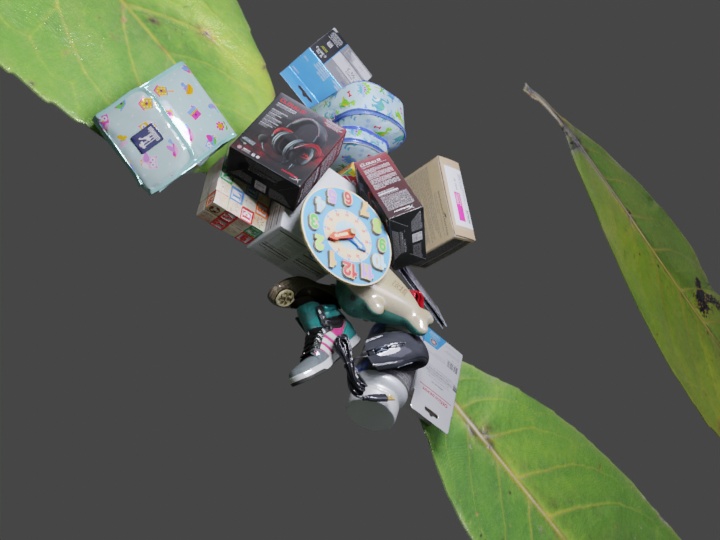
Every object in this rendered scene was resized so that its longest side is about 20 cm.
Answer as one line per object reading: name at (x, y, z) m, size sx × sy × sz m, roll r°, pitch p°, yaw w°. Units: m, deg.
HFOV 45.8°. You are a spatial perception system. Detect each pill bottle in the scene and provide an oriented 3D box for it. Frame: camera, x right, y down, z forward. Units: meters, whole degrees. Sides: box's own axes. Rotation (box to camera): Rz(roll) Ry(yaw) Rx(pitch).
pill bottle at (0.045, 0.199, 1.632) m, size 0.114 × 0.114 × 0.200 m, roll 43°, pitch 42°, yaw -20°

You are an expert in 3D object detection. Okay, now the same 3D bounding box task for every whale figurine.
whale figurine at (0.040, 0.064, 1.610) m, size 0.200 × 0.104 × 0.159 m, roll 36°, pitch 24°, yaw 2°

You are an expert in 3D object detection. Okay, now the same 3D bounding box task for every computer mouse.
computer mouse at (0.057, 0.170, 1.549) m, size 0.200 × 0.046 × 0.141 m, roll 4°, pitch 53°, yaw -29°

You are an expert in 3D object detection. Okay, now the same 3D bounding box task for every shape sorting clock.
shape sorting clock at (-0.023, -0.064, 1.528) m, size 0.200 × 0.039 × 0.201 m, roll 19°, pitch 58°, yaw -33°

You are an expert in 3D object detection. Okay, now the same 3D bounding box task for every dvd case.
dvd case at (0.115, 0.027, 1.819) m, size 0.200 × 0.016 × 0.149 m, roll 54°, pitch 5°, yaw -9°

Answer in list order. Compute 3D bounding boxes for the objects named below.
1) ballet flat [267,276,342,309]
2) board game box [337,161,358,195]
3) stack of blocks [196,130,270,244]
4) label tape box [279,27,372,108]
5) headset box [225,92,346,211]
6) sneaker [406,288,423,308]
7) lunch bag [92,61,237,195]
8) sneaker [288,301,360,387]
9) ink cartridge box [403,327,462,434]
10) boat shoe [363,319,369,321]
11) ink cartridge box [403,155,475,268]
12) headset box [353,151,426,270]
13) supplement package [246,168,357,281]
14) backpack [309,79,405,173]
ballet flat at (-0.092, 0.052, 1.612) m, size 0.200 × 0.067 × 0.046 m, roll 9°, pitch 35°, yaw -49°
board game box at (0.022, -0.141, 1.820) m, size 0.200 × 0.095 × 0.030 m, roll 38°, pitch 44°, yaw -25°
stack of blocks at (-0.227, -0.165, 1.603) m, size 0.115 × 0.059 × 0.200 m, roll 31°, pitch 48°, yaw -30°
label tape box at (-0.073, -0.442, 1.922) m, size 0.144 × 0.063 × 0.200 m, roll 50°, pitch 41°, yaw -12°
headset box at (-0.130, -0.226, 1.566) m, size 0.148 × 0.075 × 0.200 m, roll 31°, pitch 53°, yaw 6°
sneaker at (0.070, 0.033, 1.752) m, size 0.078 × 0.115 × 0.200 m, roll -22°, pitch 84°, yaw -50°
lunch bag at (-0.344, -0.241, 1.481) m, size 0.171 × 0.122 × 0.200 m, roll 55°, pitch 48°, yaw -10°
sneaker at (-0.086, 0.122, 1.562) m, size 0.121 × 0.084 × 0.200 m, roll 60°, pitch 37°, yaw -4°
ink cartridge box at (0.136, 0.232, 1.742) m, size 0.116 × 0.068 × 0.200 m, roll 39°, pitch 44°, yaw -23°
boat shoe at (-0.001, -0.001, 1.713) m, size 0.075 × 0.075 × 0.203 m, roll 41°, pitch 26°, yaw -81°
ink cartridge box at (0.158, -0.127, 1.901) m, size 0.075 × 0.165 × 0.201 m, roll 12°, pitch 60°, yaw -41°
headset box at (0.054, -0.124, 1.681) m, size 0.075 × 0.149 × 0.200 m, roll -20°, pitch 50°, yaw -10°
supplement package at (-0.109, -0.103, 1.649) m, size 0.156 × 0.111 × 0.200 m, roll 33°, pitch 48°, yaw -29°
backpack at (-0.006, -0.289, 1.796) m, size 0.183 × 0.200 × 0.147 m, roll 21°, pitch 54°, yaw -38°
